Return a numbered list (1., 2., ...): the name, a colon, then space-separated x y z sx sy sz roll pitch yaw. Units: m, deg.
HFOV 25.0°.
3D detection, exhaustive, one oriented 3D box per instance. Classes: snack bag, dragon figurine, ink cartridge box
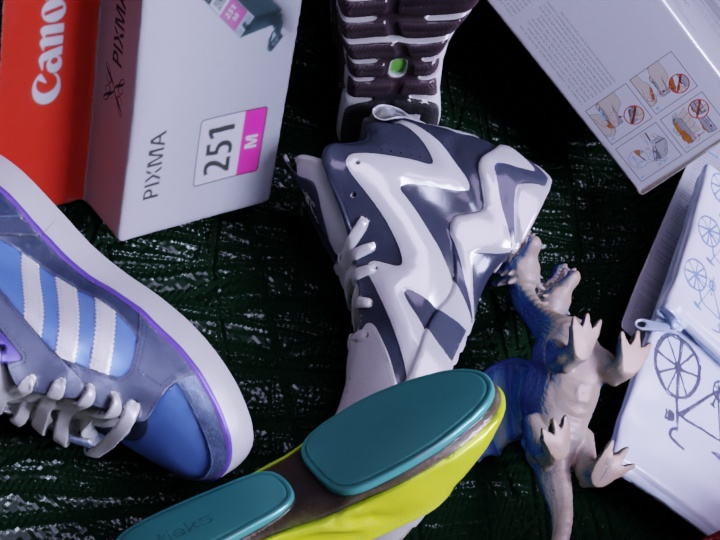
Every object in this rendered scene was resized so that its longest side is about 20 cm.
1. snack bag: 0.229 0.070 0.920 0.188 0.021 0.201 37 62 -22
2. dragon figurine: 0.096 0.077 0.856 0.058 0.099 0.202 15 78 -23
3. ink cartridge box: -0.110 -0.103 0.752 0.173 0.201 0.044 -18 46 -35
4. ink cartridge box: 0.140 -0.174 0.955 0.200 0.084 0.176 49 25 -15

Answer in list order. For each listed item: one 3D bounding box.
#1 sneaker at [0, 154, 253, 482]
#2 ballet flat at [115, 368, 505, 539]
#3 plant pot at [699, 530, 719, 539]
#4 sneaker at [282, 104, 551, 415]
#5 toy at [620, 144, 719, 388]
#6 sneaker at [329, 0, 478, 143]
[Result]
1. sneaker: -0.155 0.053 0.704 0.200 0.080 0.147 46 47 -6
2. ballet flat: -0.020 0.113 0.743 0.199 0.067 0.067 -26 123 -12
3. plant pot: 0.234 0.202 0.783 0.182 0.200 0.201 -24 78 -40
4. sneaker: 0.000 0.000 0.829 0.129 0.080 0.200 30 75 1
5. toy: 0.223 -0.009 0.981 0.115 0.047 0.201 35 58 -14
6. sneaker: 0.013 -0.161 0.860 0.075 0.201 0.116 -1 55 -14
